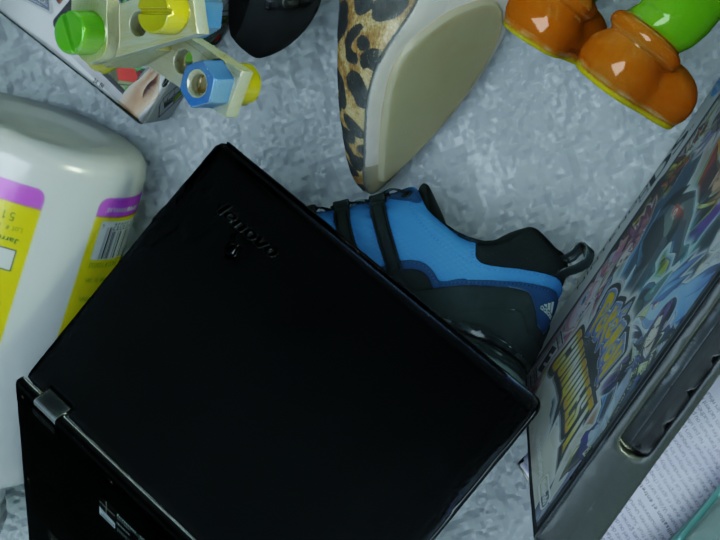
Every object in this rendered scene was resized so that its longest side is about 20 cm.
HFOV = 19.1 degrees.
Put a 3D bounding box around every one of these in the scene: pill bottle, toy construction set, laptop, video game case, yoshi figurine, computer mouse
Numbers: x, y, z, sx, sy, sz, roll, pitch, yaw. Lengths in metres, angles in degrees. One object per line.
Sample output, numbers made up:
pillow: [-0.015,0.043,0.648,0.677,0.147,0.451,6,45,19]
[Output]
pill bottle: [-0.172,0.026,0.962,0.104,0.104,0.200,22,103,12]
toy construction set: [-0.133,-0.131,0.891,0.200,0.092,0.131,3,96,24]
laptop: [-0.042,0.091,0.899,0.187,0.116,0.200,40,146,27]
video game case: [0.122,0.001,0.826,0.025,0.200,0.181,32,105,-5]
yoshi figurine: [0.148,-0.160,0.849,0.112,0.112,0.200,28,103,-7]
computer mouse: [-0.017,-0.179,0.870,0.034,0.059,0.200,8,118,-15]

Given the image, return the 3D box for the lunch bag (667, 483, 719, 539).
lunch bag: [0.169,0.156,0.819,0.200,0.077,0.160,-48,49,13]

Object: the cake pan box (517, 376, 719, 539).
cake pan box: [0.192,0.107,0.900,0.184,0.052,0.200,-35,88,15]

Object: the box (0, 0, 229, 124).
box: [-0.139,-0.169,0.961,0.200,0.035,0.110,39,106,8]

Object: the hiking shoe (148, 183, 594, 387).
hiking shoe: [0.000,0.000,0.930,0.200,0.074,0.087,22,71,28]

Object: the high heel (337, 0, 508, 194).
high heel: [0.000,-0.146,0.928,0.143,0.071,0.200,42,127,36]
